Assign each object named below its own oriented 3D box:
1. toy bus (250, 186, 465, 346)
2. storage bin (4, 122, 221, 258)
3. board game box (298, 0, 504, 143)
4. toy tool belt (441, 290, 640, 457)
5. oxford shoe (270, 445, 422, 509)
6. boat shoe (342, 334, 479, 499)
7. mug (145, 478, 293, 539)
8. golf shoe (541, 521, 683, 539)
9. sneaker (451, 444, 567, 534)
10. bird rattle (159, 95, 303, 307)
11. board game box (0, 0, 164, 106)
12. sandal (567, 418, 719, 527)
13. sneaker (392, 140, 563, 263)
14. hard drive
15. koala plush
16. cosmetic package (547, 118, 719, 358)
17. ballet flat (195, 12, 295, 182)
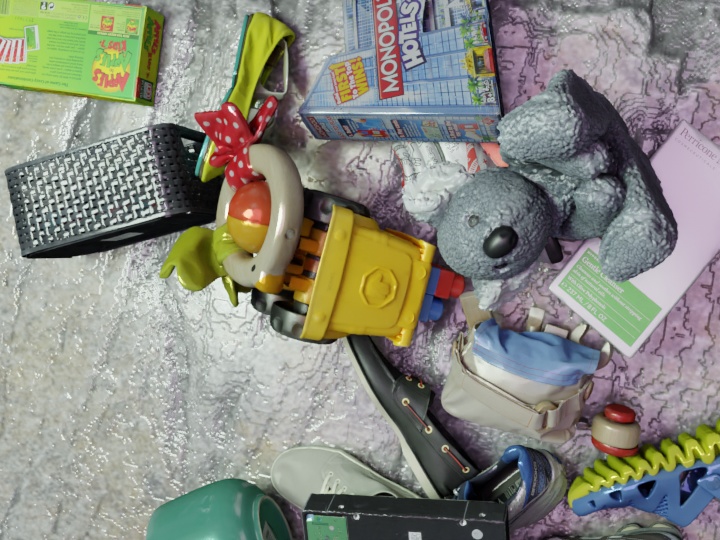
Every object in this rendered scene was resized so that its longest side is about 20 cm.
[{"bbox_3d":[0.000,0.000,0.971,0.188,0.200,0.139,11,96,-23],"label":"toy bus"},{"bbox_3d":[-0.257,-0.080,1.030,0.196,0.135,0.096,-14,88,14],"label":"storage bin"},{"bbox_3d":[0.035,-0.209,0.960,0.196,0.062,0.204,-10,68,13],"label":"board game box"},{"bbox_3d":[0.182,0.096,0.935,0.196,0.125,0.126,13,103,12],"label":"toy tool belt"},{"bbox_3d":[-0.016,0.235,1.005,0.197,0.057,0.077,17,99,29],"label":"oxford shoe"},{"bbox_3d":[0.048,0.138,0.995,0.063,0.074,0.203,-34,86,5],"label":"boat shoe"},{"bbox_3d":[-0.129,0.302,1.014,0.113,0.185,0.154,-24,62,10],"label":"mug"},{"bbox_3d":[0.222,0.299,0.944,0.197,0.094,0.079,-24,87,15],"label":"golf shoe"},{"bbox_3d":[0.113,0.248,0.963,0.201,0.085,0.077,-51,44,4],"label":"sneaker"},{"bbox_3d":[-0.098,-0.061,0.909,0.162,0.111,0.204,27,98,49],"label":"bird rattle"},{"bbox_3d":[-0.325,-0.250,1.089,0.196,0.048,0.104,9,94,14],"label":"board game box"},{"bbox_3d":[0.299,0.209,0.933,0.196,0.079,0.089,-19,91,15],"label":"sandal"},{"bbox_3d":[0.112,-0.071,0.973,0.107,0.067,0.203,-33,79,8],"label":"sneaker"},{"bbox_3d":[0.046,0.287,0.931,0.196,0.038,0.143,-1,108,14],"label":"hard drive"},{"bbox_3d":[0.150,-0.060,0.860,0.199,0.185,0.178,-37,104,25],"label":"koala plush"},{"bbox_3d":[0.282,-0.029,0.925,0.107,0.085,0.201,39,101,13],"label":"cosmetic package"},{"bbox_3d":[-0.113,-0.178,1.006,0.066,0.067,0.204,17,69,-6],"label":"ballet flat"}]
